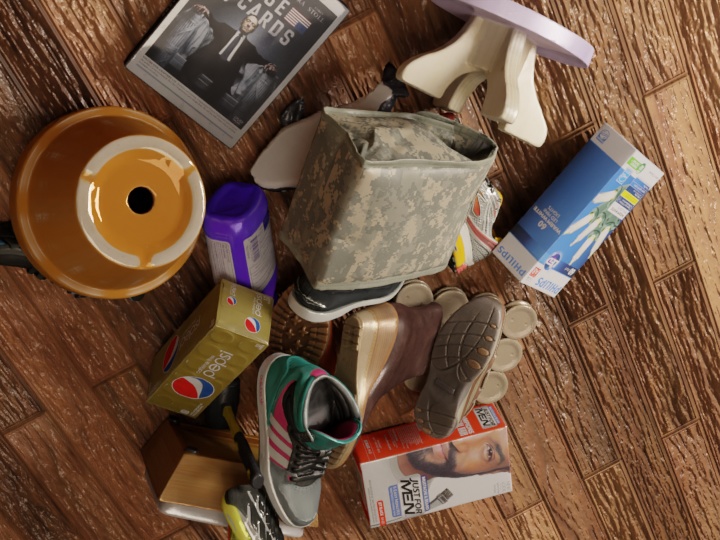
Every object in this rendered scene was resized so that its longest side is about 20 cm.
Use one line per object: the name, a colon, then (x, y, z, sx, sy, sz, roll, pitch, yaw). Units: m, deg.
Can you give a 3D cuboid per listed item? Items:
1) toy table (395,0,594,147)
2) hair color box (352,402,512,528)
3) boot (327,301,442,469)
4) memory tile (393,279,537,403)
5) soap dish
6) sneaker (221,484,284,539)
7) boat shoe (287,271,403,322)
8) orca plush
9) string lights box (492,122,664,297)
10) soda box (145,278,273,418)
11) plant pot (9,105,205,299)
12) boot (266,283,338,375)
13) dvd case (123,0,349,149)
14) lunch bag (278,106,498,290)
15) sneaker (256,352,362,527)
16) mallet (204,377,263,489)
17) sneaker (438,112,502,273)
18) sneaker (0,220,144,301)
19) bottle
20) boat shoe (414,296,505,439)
toy table: (0.141, -0.218, 1.216, 0.198, 0.184, 0.118, 22, 94, -11)
hair color box: (0.094, 0.256, 1.508, 0.198, 0.064, 0.112, -14, 119, -8)
boot: (0.027, 0.134, 1.359, 0.166, 0.072, 0.202, -1, 110, -51)
memory tile: (0.116, 0.091, 1.454, 0.198, 0.017, 0.155, 12, 114, -19)
soap dish: (-0.158, 0.249, 1.394, 0.198, 0.157, 0.082, 14, 97, -21)
sneaker: (-0.130, 0.327, 1.311, 0.089, 0.079, 0.201, -14, 125, 7)
boat shoe: (0.000, 0.000, 1.291, 0.075, 0.200, 0.061, 38, 126, 15)
orca plush: (-0.029, -0.152, 1.278, 0.105, 0.071, 0.200, 45, 98, 16)
string lights box: (0.258, -0.069, 1.360, 0.200, 0.059, 0.102, -51, 147, 14)
soda box: (-0.173, 0.092, 1.302, 0.067, 0.065, 0.200, 21, 139, -22)
plant pot: (-0.238, -0.067, 1.145, 0.198, 0.183, 0.203, -2, 94, -24)
boot: (-0.062, 0.088, 1.364, 0.074, 0.107, 0.202, 17, 119, 15)
dvd case: (-0.130, -0.248, 1.209, 0.150, 0.025, 0.200, 36, 104, -28)
lunch bag: (0.037, -0.077, 1.214, 0.198, 0.118, 0.165, -2, 128, -33)
sneaker: (-0.050, 0.194, 1.271, 0.083, 0.120, 0.202, -14, 100, -39)
mallet: (-0.142, 0.181, 1.333, 0.041, 0.200, 0.067, 1, 106, -21)
sneaker: (0.118, -0.097, 1.330, 0.081, 0.078, 0.201, -22, 128, -10)
sneaker: (-0.324, -0.006, 1.258, 0.198, 0.073, 0.083, 5, 116, -16)
bottle: (-0.131, -0.001, 1.303, 0.065, 0.084, 0.201, 9, 133, 15)
boat shoe: (0.129, 0.115, 1.424, 0.072, 0.075, 0.201, -20, 140, -55)
